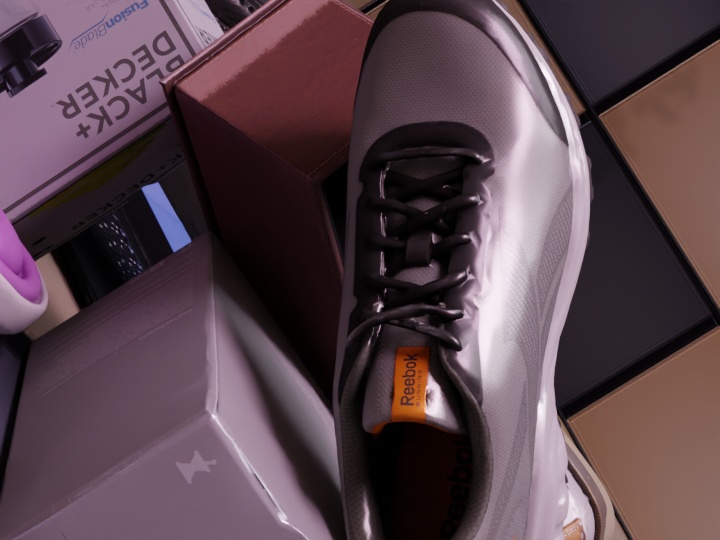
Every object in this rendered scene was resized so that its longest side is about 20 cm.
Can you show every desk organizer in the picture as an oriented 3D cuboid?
[{"bbox_3d":[0.000,0.000,0.899,0.077,0.072,0.201,35,-26,36],"label":"desk organizer"}]

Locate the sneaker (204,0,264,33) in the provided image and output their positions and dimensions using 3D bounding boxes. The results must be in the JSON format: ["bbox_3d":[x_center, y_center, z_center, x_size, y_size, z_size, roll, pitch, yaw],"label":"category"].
[{"bbox_3d":[-0.079,-0.069,0.969,0.200,0.104,0.060,41,11,1],"label":"sneaker"}]

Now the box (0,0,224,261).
[{"bbox_3d":[-0.135,-0.115,0.915,0.201,0.116,0.060,60,7,12],"label":"box"}]

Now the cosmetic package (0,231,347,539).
[{"bbox_3d":[-0.053,0.073,0.807,0.107,0.090,0.200,57,9,-14],"label":"cosmetic package"}]

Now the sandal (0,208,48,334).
[{"bbox_3d":[-0.158,-0.073,0.834,0.203,0.050,0.082,57,6,-13],"label":"sandal"}]

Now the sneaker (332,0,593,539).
[{"bbox_3d":[0.027,0.009,0.758,0.079,0.074,0.201,11,76,-68],"label":"sneaker"}]

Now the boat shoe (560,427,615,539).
[{"bbox_3d":[0.022,0.050,1.033,0.200,0.075,0.068,45,22,15],"label":"boat shoe"}]

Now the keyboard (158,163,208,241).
[{"bbox_3d":[-0.098,-0.088,1.026,0.056,0.011,0.201,7,-51,62],"label":"keyboard"}]

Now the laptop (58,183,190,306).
[{"bbox_3d":[-0.061,-0.019,1.112,0.178,0.103,0.200,60,6,26],"label":"laptop"}]
